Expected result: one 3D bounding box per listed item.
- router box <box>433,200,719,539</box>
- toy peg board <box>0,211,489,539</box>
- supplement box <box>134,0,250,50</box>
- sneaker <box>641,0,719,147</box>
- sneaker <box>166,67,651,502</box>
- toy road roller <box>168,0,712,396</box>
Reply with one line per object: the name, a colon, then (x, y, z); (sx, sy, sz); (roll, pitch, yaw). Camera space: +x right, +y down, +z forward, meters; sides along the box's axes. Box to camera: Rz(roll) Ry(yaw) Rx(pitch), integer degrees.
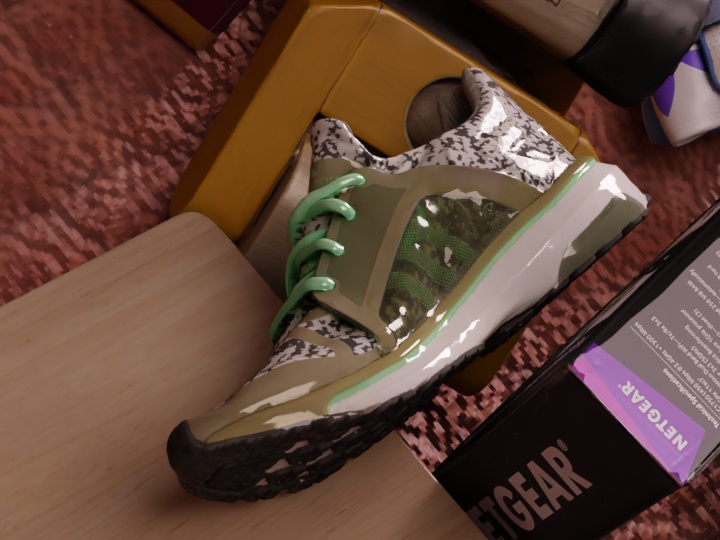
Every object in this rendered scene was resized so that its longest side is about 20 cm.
router box: (0.100, 0.027, 0.811); (0.149, 0.200, 0.051); (-42, 86, -22)
toy peg board: (-0.075, 0.117, 0.781); (0.200, 0.098, 0.199); (-29, 68, -35)
supplement box: (-0.025, -0.188, 0.865); (0.103, 0.200, 0.131); (39, 54, -7)
sneaker: (0.109, -0.124, 0.980); (0.199, 0.081, 0.147); (20, 55, -26)
sneaker: (0.000, 0.000, 0.778); (0.089, 0.077, 0.200); (50, 48, 5)
toy road roller: (0.024, -0.067, 0.905); (0.123, 0.146, 0.201); (31, 94, -13)
